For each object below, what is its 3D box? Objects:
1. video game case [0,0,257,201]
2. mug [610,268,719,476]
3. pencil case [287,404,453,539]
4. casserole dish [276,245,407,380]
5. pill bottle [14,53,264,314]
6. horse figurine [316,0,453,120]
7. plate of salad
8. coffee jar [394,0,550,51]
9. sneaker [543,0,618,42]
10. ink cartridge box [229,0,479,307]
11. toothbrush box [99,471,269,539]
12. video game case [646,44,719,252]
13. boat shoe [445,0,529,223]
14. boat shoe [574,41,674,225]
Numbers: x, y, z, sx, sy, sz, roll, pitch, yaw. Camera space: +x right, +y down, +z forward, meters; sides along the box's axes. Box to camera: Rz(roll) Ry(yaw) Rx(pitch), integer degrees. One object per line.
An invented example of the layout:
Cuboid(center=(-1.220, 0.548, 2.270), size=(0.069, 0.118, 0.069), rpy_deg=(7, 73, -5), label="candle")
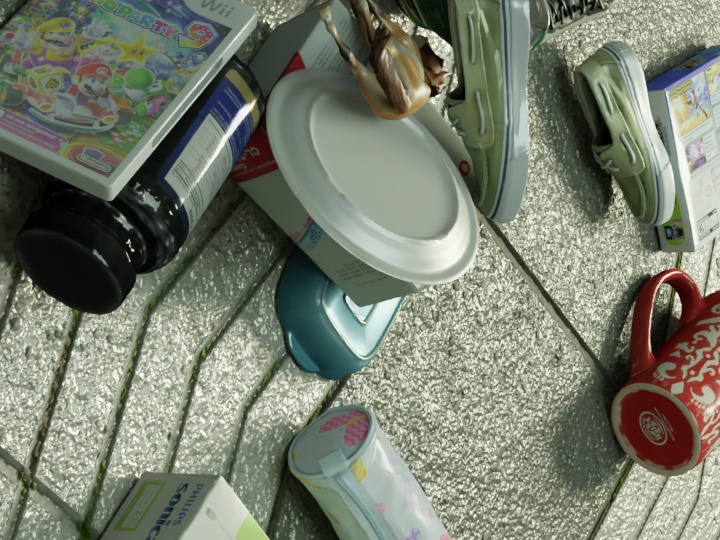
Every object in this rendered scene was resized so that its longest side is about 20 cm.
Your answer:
Cuboid(center=(-0.180, -0.144, 1.290), size=(0.200, 0.143, 0.018), rpy_deg=(-56, 164, -37), label="video game case")
Cuboid(center=(0.341, 0.109, 1.963), size=(0.200, 0.177, 0.134), rpy_deg=(-35, 152, -42), label="mug")
Cuboid(center=(0.016, 0.206, 1.551), size=(0.201, 0.083, 0.091), rpy_deg=(60, 24, -29), label="pencil case")
Cuboid(center=(0.000, 0.000, 1.578), size=(0.121, 0.039, 0.201), rpy_deg=(54, 48, -35), label="casserole dish")
Cuboid(center=(-0.158, -0.070, 1.324), size=(0.112, 0.111, 0.201), rpy_deg=(56, 49, -33), label="pill bottle")
Cuboid(center=(0.019, -0.165, 1.421), size=(0.133, 0.050, 0.200), rpy_deg=(57, 13, -17), label="horse figurine")
Cuboid(center=(0.006, -0.067, 1.407), size=(0.199, 0.048, 0.201), rpy_deg=(27, 40, -25), label="plate of salad")
Cuboid(center=(0.083, -0.244, 1.577), size=(0.085, 0.200, 0.105), rpy_deg=(-29, 116, -6), label="coffee jar")
Cuboid(center=(0.196, -0.267, 1.805), size=(0.200, 0.079, 0.074), rpy_deg=(-34, 116, -45), label="sneaker")
Cuboid(center=(-0.010, -0.091, 1.499), size=(0.200, 0.083, 0.146), rpy_deg=(47, 53, -22), label="ink cartridge box")
Cuboid(center=(-0.116, 0.268, 1.381), size=(0.200, 0.086, 0.146), rpy_deg=(58, 48, -33), label="toothbrush box")
Cuboid(center=(0.376, -0.137, 2.051), size=(0.200, 0.045, 0.182), rpy_deg=(-30, 113, -48), label="video game case")
Cuboid(center=(0.098, -0.134, 1.486), size=(0.072, 0.062, 0.201), rpy_deg=(-112, -161, -68), label="boat shoe")
Cuboid(center=(0.263, -0.132, 1.894), size=(0.062, 0.072, 0.201), rpy_deg=(-26, 112, -16), label="boat shoe")
